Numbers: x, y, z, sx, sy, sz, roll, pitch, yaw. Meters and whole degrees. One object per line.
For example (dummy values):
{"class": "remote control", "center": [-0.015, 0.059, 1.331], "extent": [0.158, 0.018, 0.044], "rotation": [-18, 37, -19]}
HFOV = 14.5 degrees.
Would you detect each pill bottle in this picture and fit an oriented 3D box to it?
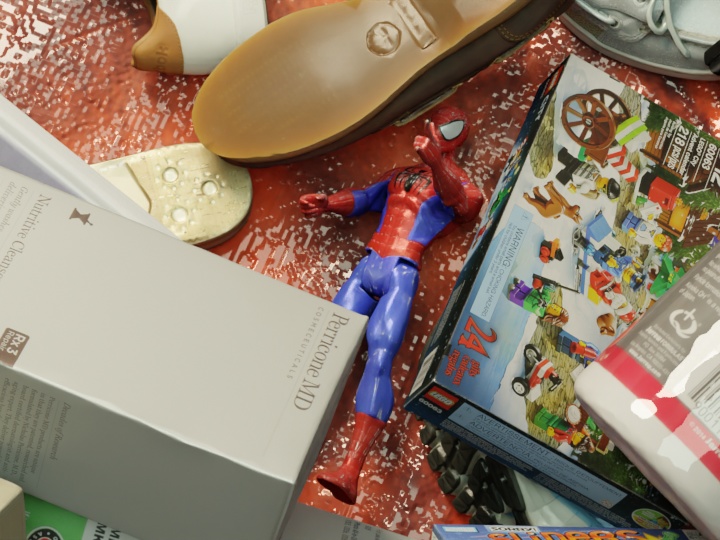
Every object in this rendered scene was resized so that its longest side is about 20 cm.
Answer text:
{"class": "pill bottle", "center": [0.199, 0.022, 1.230], "extent": [0.200, 0.111, 0.111], "rotation": [-43, 82, -2]}

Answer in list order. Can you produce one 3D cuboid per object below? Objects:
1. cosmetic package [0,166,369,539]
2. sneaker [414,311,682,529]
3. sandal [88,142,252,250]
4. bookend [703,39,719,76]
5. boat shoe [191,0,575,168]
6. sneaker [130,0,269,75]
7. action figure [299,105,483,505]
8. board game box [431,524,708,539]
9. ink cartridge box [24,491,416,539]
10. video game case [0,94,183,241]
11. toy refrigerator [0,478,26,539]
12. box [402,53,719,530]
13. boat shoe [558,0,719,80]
{"class": "cosmetic package", "center": [-0.110, 0.042, 1.233], "extent": [0.200, 0.081, 0.113], "rotation": [20, 46, 2]}
{"class": "sneaker", "center": [0.101, 0.099, 1.354], "extent": [0.090, 0.078, 0.200], "rotation": [-30, 82, -28]}
{"class": "sandal", "center": [-0.154, -0.019, 1.362], "extent": [0.212, 0.070, 0.078], "rotation": [-20, 78, -6]}
{"class": "bookend", "center": [0.276, -0.017, 1.346], "extent": [0.199, 0.092, 0.200], "rotation": [3, 76, -14]}
{"class": "boat shoe", "center": [0.017, -0.103, 1.372], "extent": [0.200, 0.070, 0.070], "rotation": [-26, 70, 10]}
{"class": "sneaker", "center": [-0.102, -0.194, 1.404], "extent": [0.085, 0.073, 0.200], "rotation": [-10, 79, -7]}
{"class": "action figure", "center": [0.000, 0.000, 1.348], "extent": [0.065, 0.099, 0.200], "rotation": [14, 72, 32]}
{"class": "board game box", "center": [0.089, 0.214, 1.272], "extent": [0.135, 0.034, 0.200], "rotation": [3, 106, -14]}
{"class": "ink cartridge box", "center": [-0.082, 0.171, 1.287], "extent": [0.200, 0.084, 0.146], "rotation": [16, 101, 0]}
{"class": "video game case", "center": [-0.178, 0.023, 1.327], "extent": [0.200, 0.023, 0.182], "rotation": [39, 108, 3]}
{"class": "toy refrigerator", "center": [-0.246, 0.107, 1.223], "extent": [0.200, 0.076, 0.070], "rotation": [20, 40, 21]}
{"class": "box", "center": [0.118, 0.012, 1.335], "extent": [0.137, 0.038, 0.200], "rotation": [29, 58, -9]}
{"class": "boat shoe", "center": [0.116, -0.164, 1.408], "extent": [0.202, 0.065, 0.074], "rotation": [35, 78, 6]}
